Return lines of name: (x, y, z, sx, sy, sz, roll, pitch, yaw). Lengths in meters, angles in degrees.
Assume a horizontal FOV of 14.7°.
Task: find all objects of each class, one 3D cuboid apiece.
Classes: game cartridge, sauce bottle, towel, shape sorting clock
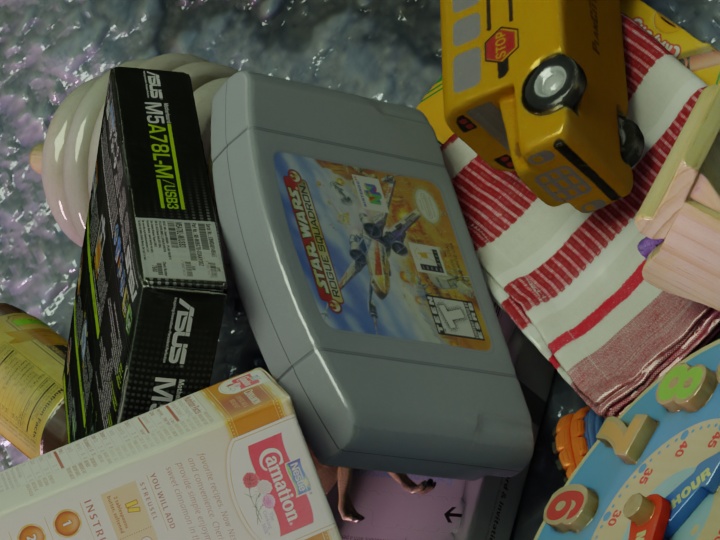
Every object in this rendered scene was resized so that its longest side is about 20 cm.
game cartridge: (0.000, 0.000, 1.286, 0.042, 0.133, 0.201, -38, 57, 33)
sauce bottle: (-0.149, 0.084, 1.496, 0.200, 0.065, 0.065, 34, 87, 42)
towel: (0.114, -0.034, 1.313, 0.144, 0.023, 0.200, -47, 47, 6)
shape sorting clock: (0.126, 0.106, 1.160, 0.200, 0.039, 0.200, -40, 27, 25)

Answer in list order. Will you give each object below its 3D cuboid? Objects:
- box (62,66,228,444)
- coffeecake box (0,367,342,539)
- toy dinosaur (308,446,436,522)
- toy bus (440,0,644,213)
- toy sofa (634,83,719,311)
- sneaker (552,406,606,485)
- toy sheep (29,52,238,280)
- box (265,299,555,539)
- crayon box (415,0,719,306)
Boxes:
box: (-0.107, 0.033, 1.341, 0.200, 0.047, 0.194, -105, 21, -56)
coffeecake box: (-0.102, 0.153, 1.214, 0.199, 0.154, 0.073, -22, 13, -8)
toy dinosaur: (-0.002, 0.054, 1.351, 0.101, 0.058, 0.201, 1, 65, 38)
toy bus: (0.082, -0.119, 1.332, 0.078, 0.065, 0.201, -21, 51, 27)
toy sofa: (0.223, -0.010, 1.199, 0.200, 0.098, 0.083, 27, 62, 5)
sneaker: (0.151, 0.124, 1.240, 0.078, 0.075, 0.200, -34, 51, 13)
toy sheep: (-0.101, -0.051, 1.490, 0.199, 0.138, 0.138, 0, 65, 37)
box: (0.007, 0.102, 1.381, 0.156, 0.041, 0.201, 0, 64, 37)
crayon box: (0.128, -0.065, 1.374, 0.119, 0.058, 0.200, -51, 47, 2)
